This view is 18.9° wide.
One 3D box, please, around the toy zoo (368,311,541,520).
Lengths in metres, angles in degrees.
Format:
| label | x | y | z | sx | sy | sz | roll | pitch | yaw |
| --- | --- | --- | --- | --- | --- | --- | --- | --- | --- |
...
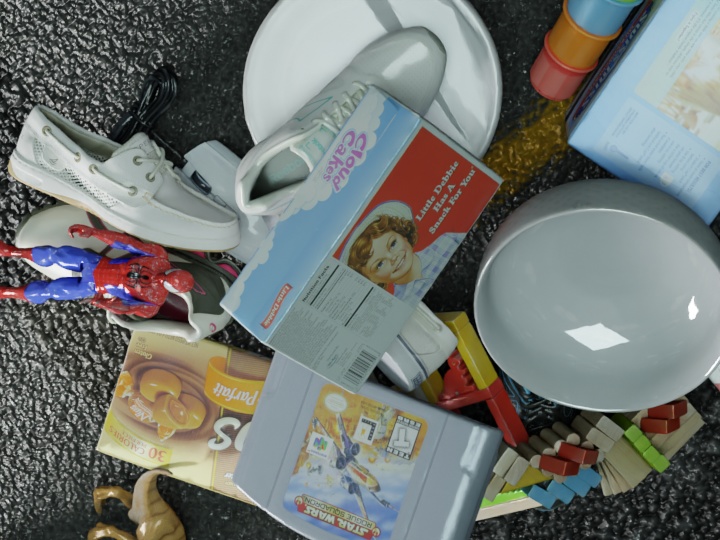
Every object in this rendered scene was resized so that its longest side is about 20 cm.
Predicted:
| label | x | y | z | sx | sy | sz | roll | pitch | yaw |
| --- | --- | --- | --- | --- | --- | --- | --- | --- | --- |
| toy zoo | 0.064 | 0.112 | 1.759 | 0.131 | 0.020 | 0.201 | -19 | 103 | 42 |

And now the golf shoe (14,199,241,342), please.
| label | x | y | z | sx | sy | sz | roll | pitch | yaw |
| --- | --- | --- | --- | --- | --- | --- | --- | --- | --- |
| golf shoe | -0.194 | 0.000 | 1.745 | 0.199 | 0.088 | 0.078 | 17 | 117 | 10 |

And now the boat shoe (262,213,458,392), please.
| label | x | y | z | sx | sy | sz | roll | pitch | yaw |
| --- | --- | --- | --- | --- | --- | --- | --- | --- | --- |
| boat shoe | 0.000 | 0.000 | 1.703 | 0.070 | 0.071 | 0.200 | -38 | 77 | -15 |

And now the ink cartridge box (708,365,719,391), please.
| label | x | y | z | sx | sy | sz | roll | pitch | yaw |
| --- | --- | --- | --- | --- | --- | --- | --- | --- | --- |
| ink cartridge box | 0.360 | 0.024 | 1.722 | 0.200 | 0.068 | 0.117 | -38 | 98 | 14 |

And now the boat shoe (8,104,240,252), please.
| label | x | y | z | sx | sy | sz | roll | pitch | yaw |
| --- | --- | --- | --- | --- | --- | --- | --- | --- | --- |
| boat shoe | -0.182 | -0.075 | 1.708 | 0.199 | 0.071 | 0.070 | 22 | 108 | 8 |

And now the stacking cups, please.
| label | x | y | z | sx | sy | sz | roll | pitch | yaw |
| --- | --- | --- | --- | --- | --- | --- | --- | --- | --- |
| stacking cups | 0.190 | -0.206 | 1.645 | 0.060 | 0.061 | 0.200 | 25 | 137 | -1 |

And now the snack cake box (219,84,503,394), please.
| label | x | y | z | sx | sy | sz | roll | pitch | yaw |
| --- | --- | --- | --- | --- | --- | --- | --- | --- | --- |
| snack cake box | 0.002 | -0.022 | 1.598 | 0.115 | 0.067 | 0.201 | 33 | 94 | -45 |

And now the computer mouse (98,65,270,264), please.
| label | x | y | z | sx | sy | sz | roll | pitch | yaw |
| --- | --- | --- | --- | --- | --- | --- | --- | --- | --- |
| computer mouse | -0.116 | -0.065 | 1.754 | 0.200 | 0.044 | 0.110 | 37 | 103 | -4 |

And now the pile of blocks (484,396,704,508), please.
| label | x | y | z | sx | sy | sz | roll | pitch | yaw |
| --- | --- | --- | --- | --- | --- | --- | --- | --- | --- |
| pile of blocks | 0.183 | 0.149 | 1.694 | 0.199 | 0.062 | 0.083 | -21 | 101 | -6 |

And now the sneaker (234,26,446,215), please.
| label | x | y | z | sx | sy | sz | roll | pitch | yaw |
| --- | --- | --- | --- | --- | --- | --- | --- | --- | --- |
| sneaker | -0.014 | -0.104 | 1.622 | 0.200 | 0.080 | 0.071 | -41 | 95 | 11 |

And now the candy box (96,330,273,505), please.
| label | x | y | z | sx | sy | sz | roll | pitch | yaw |
| --- | --- | --- | --- | --- | --- | --- | --- | --- | --- |
| candy box | -0.103 | 0.123 | 1.767 | 0.199 | 0.055 | 0.116 | 18 | 90 | 7 |

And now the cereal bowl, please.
| label | x | y | z | sx | sy | sz | roll | pitch | yaw |
| --- | --- | --- | --- | --- | --- | --- | --- | --- | --- |
| cereal bowl | 0.187 | 0.008 | 1.632 | 0.199 | 0.084 | 0.201 | 7 | 131 | 8 |

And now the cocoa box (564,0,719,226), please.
| label | x | y | z | sx | sy | sz | roll | pitch | yaw |
| --- | --- | --- | --- | --- | --- | --- | --- | --- | --- |
| cocoa box | 0.263 | -0.153 | 1.655 | 0.133 | 0.131 | 0.201 | 33 | 104 | -3 |

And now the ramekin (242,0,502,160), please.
| label | x | y | z | sx | sy | sz | roll | pitch | yaw |
| --- | --- | --- | --- | --- | --- | --- | --- | --- | --- |
| ramekin | 0.013 | -0.147 | 1.698 | 0.201 | 0.094 | 0.204 | 1 | 104 | 5 |

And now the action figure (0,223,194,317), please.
| label | x | y | z | sx | sy | sz | roll | pitch | yaw |
| --- | --- | --- | --- | --- | --- | --- | --- | --- | --- |
| action figure | -0.227 | -0.001 | 1.674 | 0.199 | 0.099 | 0.066 | 4 | 80 | 26 |

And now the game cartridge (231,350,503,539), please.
| label | x | y | z | sx | sy | sz | roll | pitch | yaw |
| --- | --- | --- | --- | --- | --- | --- | --- | --- | --- |
| game cartridge | 0.001 | 0.153 | 1.685 | 0.199 | 0.042 | 0.134 | 19 | 87 | 21 |

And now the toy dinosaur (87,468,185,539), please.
| label | x | y | z | sx | sy | sz | roll | pitch | yaw |
| --- | --- | --- | --- | --- | --- | --- | --- | --- | --- |
| toy dinosaur | -0.176 | 0.205 | 1.801 | 0.105 | 0.061 | 0.201 | 3 | 138 | 16 |

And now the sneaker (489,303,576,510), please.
| label | x | y | z | sx | sy | sz | roll | pitch | yaw |
| --- | --- | --- | --- | --- | --- | --- | --- | --- | --- |
| sneaker | 0.139 | 0.105 | 1.752 | 0.073 | 0.082 | 0.201 | -7 | 104 | 3 |
